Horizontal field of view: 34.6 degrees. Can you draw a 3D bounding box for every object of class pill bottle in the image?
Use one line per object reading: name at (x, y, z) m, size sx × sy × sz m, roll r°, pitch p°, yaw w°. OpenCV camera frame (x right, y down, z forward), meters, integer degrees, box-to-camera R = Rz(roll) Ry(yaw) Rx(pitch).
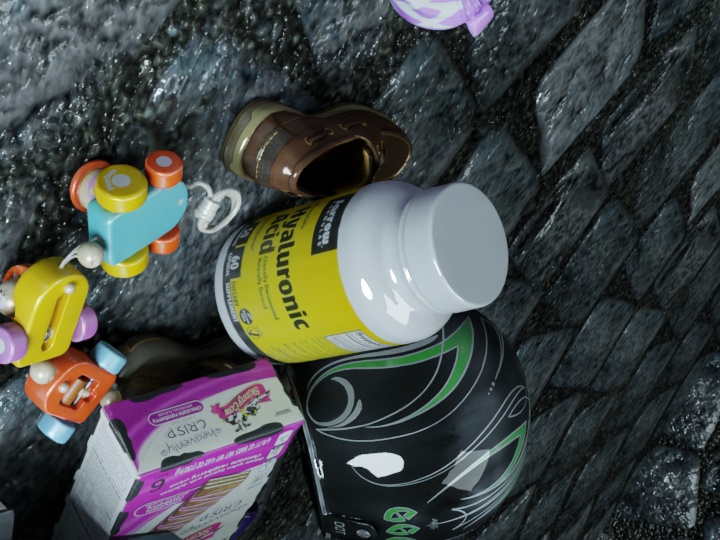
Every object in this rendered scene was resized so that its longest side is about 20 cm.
pill bottle at (0.000, 0.000, 0.801) m, size 0.111 × 0.199 × 0.112 m, roll 15°, pitch 69°, yaw -44°

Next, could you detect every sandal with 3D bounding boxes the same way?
sandal at (-0.119, 0.088, 0.881) m, size 0.082 × 0.054 × 0.200 m, roll -58°, pitch 154°, yaw 6°

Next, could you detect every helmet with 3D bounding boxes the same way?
helmet at (0.044, 0.117, 0.926) m, size 0.189 × 0.201 × 0.201 m, roll -13°, pitch 142°, yaw -7°

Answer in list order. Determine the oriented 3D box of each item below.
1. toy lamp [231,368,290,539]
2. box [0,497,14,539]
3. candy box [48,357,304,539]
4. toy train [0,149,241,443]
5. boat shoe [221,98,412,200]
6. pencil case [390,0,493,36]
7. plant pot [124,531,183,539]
toy lamp at (-0.088, 0.153, 1.007) m, size 0.201 × 0.058 × 0.058 m, roll -60°, pitch 153°, yaw 11°
box at (-0.308, 0.238, 0.675) m, size 0.198 × 0.050 × 0.202 m, roll -8°, pitch 116°, yaw -43°
candy box at (-0.139, 0.159, 0.843) m, size 0.136 × 0.061 × 0.200 m, roll -15°, pitch 149°, yaw -37°
toy train at (-0.166, 0.009, 0.721) m, size 0.201 × 0.055 × 0.150 m, roll -55°, pitch 159°, yaw 1°
boat shoe at (-0.017, -0.079, 0.848) m, size 0.200 × 0.067 × 0.072 m, roll -6°, pitch 126°, yaw -57°
pencil case at (0.037, -0.237, 0.740) m, size 0.084 × 0.085 × 0.200 m, roll -50°, pitch 154°, yaw -7°
plant pot at (-0.154, 0.313, 0.715) m, size 0.195 × 0.196 × 0.201 m, roll 7°, pitch 112°, yaw -59°
